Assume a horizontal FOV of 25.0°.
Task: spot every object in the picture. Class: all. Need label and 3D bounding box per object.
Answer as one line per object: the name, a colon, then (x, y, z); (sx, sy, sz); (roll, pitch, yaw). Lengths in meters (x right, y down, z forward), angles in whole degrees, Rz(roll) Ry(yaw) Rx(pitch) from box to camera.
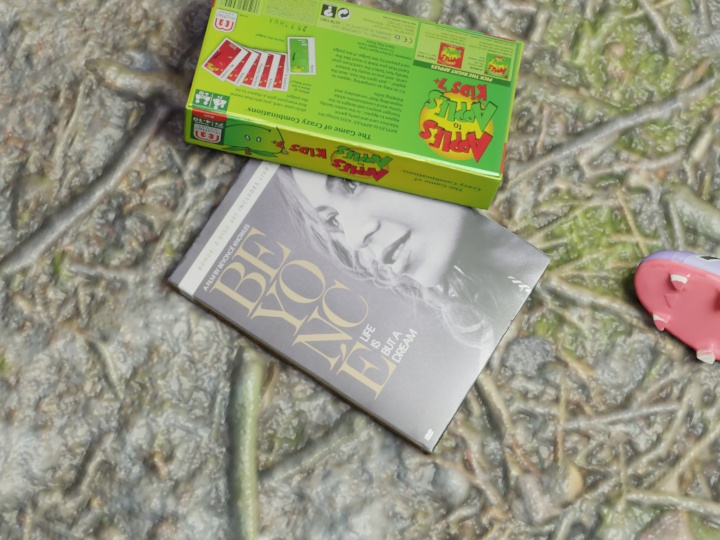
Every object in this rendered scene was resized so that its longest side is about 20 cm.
board game box: (-0.004, -0.113, 1.029); (0.199, 0.048, 0.102); (13, 66, -2)
dvd case: (0.000, 0.000, 1.032); (0.199, 0.016, 0.149); (32, 78, 6)
soccer cleat: (0.270, 0.028, 1.023); (0.199, 0.067, 0.077); (20, 45, 8)
